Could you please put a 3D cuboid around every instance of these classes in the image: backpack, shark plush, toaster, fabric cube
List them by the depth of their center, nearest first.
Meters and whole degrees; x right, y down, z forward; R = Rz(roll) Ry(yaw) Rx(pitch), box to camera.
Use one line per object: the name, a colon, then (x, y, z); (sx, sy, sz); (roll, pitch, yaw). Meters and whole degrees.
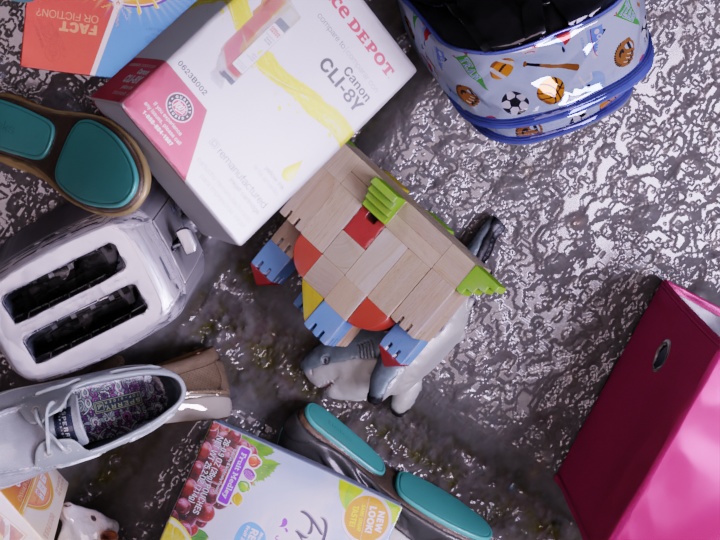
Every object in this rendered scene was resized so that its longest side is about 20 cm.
backpack: (0.127, -0.182, 1.256); (0.199, 0.191, 0.155); (-26, 119, 3)
toaster: (-0.219, 0.010, 1.309); (0.199, 0.129, 0.114); (-25, 102, 2)
fabric cube: (0.296, 0.155, 1.339); (0.199, 0.196, 0.200); (26, 102, -10)
shark plush: (0.041, 0.033, 1.364); (0.083, 0.091, 0.200); (44, 104, 20)

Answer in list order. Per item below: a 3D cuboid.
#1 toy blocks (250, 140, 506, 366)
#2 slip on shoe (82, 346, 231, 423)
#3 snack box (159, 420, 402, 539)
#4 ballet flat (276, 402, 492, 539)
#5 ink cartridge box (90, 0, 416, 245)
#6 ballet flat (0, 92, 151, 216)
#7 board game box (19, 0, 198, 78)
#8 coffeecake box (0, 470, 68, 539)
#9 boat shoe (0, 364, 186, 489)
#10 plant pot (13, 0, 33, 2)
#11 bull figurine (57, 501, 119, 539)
toy blocks: (0.000, 0.000, 1.318); (0.200, 0.100, 0.137); (43, 98, 16)
slip on shoe: (-0.200, 0.099, 1.342); (0.199, 0.076, 0.061); (-5, 87, -22)
snack box: (-0.080, 0.243, 1.327); (0.168, 0.068, 0.201); (25, 87, 2)
ballet flat: (0.014, 0.189, 1.400); (0.199, 0.068, 0.069); (35, 108, 0)
ink cartridge box: (-0.079, -0.141, 1.268); (0.200, 0.083, 0.145); (-45, 112, -13)
ballet flat: (-0.214, -0.089, 1.273); (0.199, 0.063, 0.069); (28, 93, 35)
board game box: (-0.178, -0.249, 1.299); (0.152, 0.040, 0.201); (7, 102, -5)
coffeecake box: (-0.326, 0.139, 1.319); (0.073, 0.154, 0.200); (-38, 102, 4)
boat shoe: (-0.223, 0.111, 1.248); (0.200, 0.071, 0.070); (-18, 89, -30)
plant pot: (-0.208, -0.295, 1.178); (0.188, 0.200, 0.200); (-35, 103, 20)
bull figurine: (-0.244, 0.293, 1.384); (0.121, 0.065, 0.201); (-18, 116, -24)
